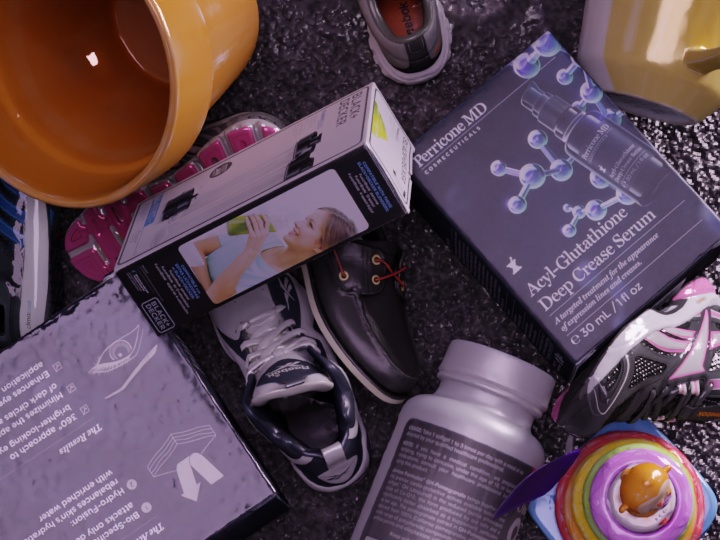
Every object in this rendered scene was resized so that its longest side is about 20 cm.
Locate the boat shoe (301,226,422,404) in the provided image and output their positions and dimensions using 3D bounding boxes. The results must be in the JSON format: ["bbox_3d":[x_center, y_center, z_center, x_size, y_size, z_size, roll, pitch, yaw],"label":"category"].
[{"bbox_3d":[-0.002,0.000,1.466,0.063,0.074,0.202,-35,65,28],"label":"boat shoe"}]

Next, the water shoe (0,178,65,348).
[{"bbox_3d":[-0.265,-0.042,1.503,0.079,0.072,0.201,-3,79,4],"label":"water shoe"}]

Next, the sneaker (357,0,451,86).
[{"bbox_3d":[0.017,-0.242,1.527,0.074,0.079,0.201,-22,78,0],"label":"sneaker"}]

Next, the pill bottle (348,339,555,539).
[{"bbox_3d":[0.065,0.156,1.433,0.110,0.111,0.201,21,81,6],"label":"pill bottle"}]

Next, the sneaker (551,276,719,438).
[{"bbox_3d":[0.218,0.073,1.412,0.086,0.080,0.200,47,45,13],"label":"sneaker"}]

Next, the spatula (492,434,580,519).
[{"bbox_3d":[0.155,0.114,1.421,0.021,0.057,0.200,39,42,8],"label":"spatula"}]

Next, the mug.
[{"bbox_3d":[0.225,-0.193,1.464,0.149,0.187,0.154,17,88,10],"label":"mug"}]

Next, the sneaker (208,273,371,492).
[{"bbox_3d":[-0.055,0.062,1.445,0.079,0.130,0.200,-21,80,-4],"label":"sneaker"}]

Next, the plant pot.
[{"bbox_3d":[-0.169,-0.167,1.448,0.200,0.183,0.201,10,113,25],"label":"plant pot"}]

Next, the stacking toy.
[{"bbox_3d":[0.189,0.156,1.382,0.116,0.200,0.110,-40,80,-6],"label":"stacking toy"}]

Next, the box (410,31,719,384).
[{"bbox_3d":[0.145,-0.044,1.470,0.148,0.107,0.200,-41,80,-5],"label":"box"}]

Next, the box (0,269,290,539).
[{"bbox_3d":[-0.187,0.138,1.442,0.196,0.117,0.200,-34,79,-3],"label":"box"}]

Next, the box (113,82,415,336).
[{"bbox_3d":[-0.064,-0.043,1.392,0.200,0.117,0.060,-25,112,16],"label":"box"}]

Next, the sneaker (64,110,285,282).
[{"bbox_3d":[-0.129,-0.058,1.504,0.200,0.087,0.074,-32,103,18],"label":"sneaker"}]
